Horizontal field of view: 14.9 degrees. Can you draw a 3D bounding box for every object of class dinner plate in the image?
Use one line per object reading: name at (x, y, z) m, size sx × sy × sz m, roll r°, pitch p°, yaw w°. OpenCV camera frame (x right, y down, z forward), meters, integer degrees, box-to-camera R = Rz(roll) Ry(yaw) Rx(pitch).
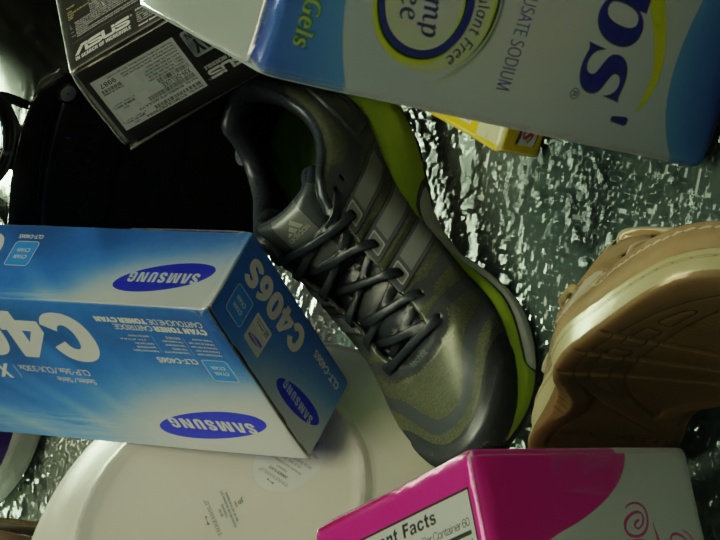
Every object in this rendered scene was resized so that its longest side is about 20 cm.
dinner plate at (-0.055, 0.106, 1.128) m, size 0.200 × 0.024 × 0.200 m, roll -14°, pitch 48°, yaw 16°

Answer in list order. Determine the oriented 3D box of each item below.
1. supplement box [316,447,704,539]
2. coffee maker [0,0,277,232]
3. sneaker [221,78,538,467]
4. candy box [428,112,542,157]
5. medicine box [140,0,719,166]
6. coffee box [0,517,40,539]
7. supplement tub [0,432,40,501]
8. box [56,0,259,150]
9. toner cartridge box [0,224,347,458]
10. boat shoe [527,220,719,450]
supplement box at (0.067, 0.169, 0.952) m, size 0.103 × 0.101 × 0.200 m, roll -30°, pitch 64°, yaw 49°
coffee maker at (-0.147, -0.093, 1.267) m, size 0.135 × 0.192 × 0.200 m, roll -59°, pitch 39°, yaw 8°
sneaker at (0.000, 0.000, 1.106) m, size 0.074 × 0.081 × 0.200 m, roll -48°, pitch 55°, yaw 25°
candy box at (0.028, -0.126, 1.163) m, size 0.200 × 0.026 × 0.102 m, roll 35°, pitch 109°, yaw 53°
medicine box at (0.049, -0.150, 0.981) m, size 0.103 × 0.200 × 0.182 m, roll 35°, pitch 112°, yaw 56°
coffee box at (-0.154, 0.159, 1.290) m, size 0.200 × 0.114 × 0.080 m, roll 0°, pitch 83°, yaw 55°
supplement tub at (-0.276, 0.048, 1.419) m, size 0.145 × 0.200 × 0.146 m, roll -19°, pitch 67°, yaw 53°
box at (-0.036, -0.159, 1.136) m, size 0.200 × 0.050 × 0.158 m, roll -29°, pitch 40°, yaw 10°
toner cartridge box at (-0.113, 0.027, 1.145) m, size 0.200 × 0.095 × 0.043 m, roll 2°, pitch 50°, yaw 35°
boat shoe at (0.098, 0.015, 0.943) m, size 0.200 × 0.071 × 0.065 m, roll 123°, pitch 156°, yaw -68°
